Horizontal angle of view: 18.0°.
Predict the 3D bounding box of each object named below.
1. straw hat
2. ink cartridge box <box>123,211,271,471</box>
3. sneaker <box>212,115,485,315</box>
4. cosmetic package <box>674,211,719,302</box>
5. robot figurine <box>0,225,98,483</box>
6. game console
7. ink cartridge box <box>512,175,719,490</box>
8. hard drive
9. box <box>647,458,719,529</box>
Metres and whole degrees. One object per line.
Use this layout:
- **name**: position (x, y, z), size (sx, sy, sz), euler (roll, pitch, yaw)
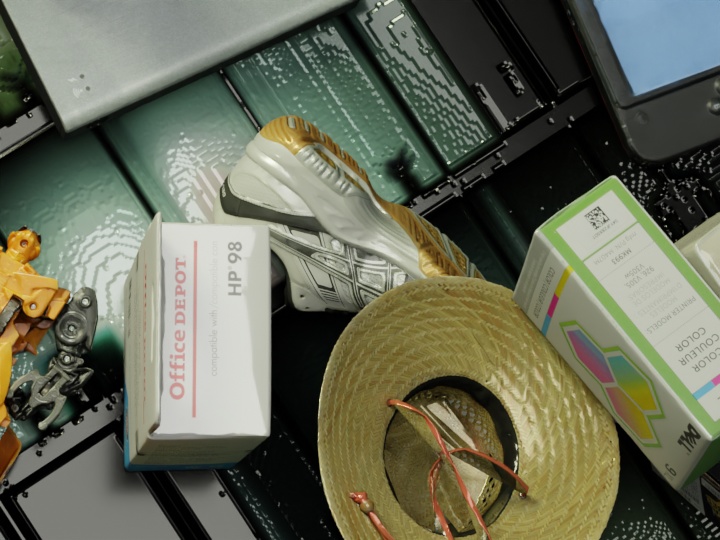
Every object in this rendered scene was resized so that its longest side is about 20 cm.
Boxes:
- **straw hat**: position (0.042, 0.110, 1.286), size (0.200, 0.085, 0.202), euler (10, 66, -23)
- **ink cartridge box**: position (-0.089, 0.042, 1.239), size (0.066, 0.200, 0.116), euler (1, 79, -10)
- **sneaker**: position (0.000, 0.000, 1.339), size (0.200, 0.076, 0.088), euler (41, 105, -9)
- **cosmetic package**: position (0.215, 0.005, 1.299), size (0.105, 0.200, 0.071), euler (-35, 87, -13)
- **robot figurine**: position (-0.239, 0.062, 1.283), size (0.145, 0.058, 0.200), euler (33, 76, -3)
- **game console**: position (0.217, -0.189, 1.378), size (0.172, 0.119, 0.201), euler (-21, 83, -13)
- **ink cartridge box**: position (0.171, 0.055, 1.230), size (0.059, 0.104, 0.200), euler (-36, 76, -14)
- **hard drive**: position (-0.117, -0.182, 1.363), size (0.199, 0.033, 0.140), euler (-26, 84, -14)
- **box**: position (0.299, 0.100, 1.306), size (0.200, 0.050, 0.198), euler (-34, 49, -16)
